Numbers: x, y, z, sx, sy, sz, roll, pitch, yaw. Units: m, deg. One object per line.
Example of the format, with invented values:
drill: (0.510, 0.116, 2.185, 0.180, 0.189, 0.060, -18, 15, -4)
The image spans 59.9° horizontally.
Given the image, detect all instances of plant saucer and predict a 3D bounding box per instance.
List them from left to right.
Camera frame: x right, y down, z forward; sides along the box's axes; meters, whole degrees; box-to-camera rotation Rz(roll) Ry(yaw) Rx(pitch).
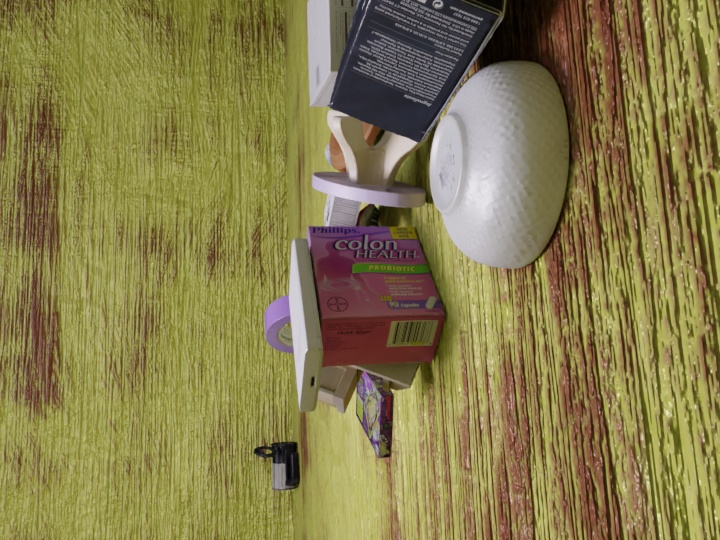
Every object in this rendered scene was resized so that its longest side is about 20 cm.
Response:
plant saucer: (-0.008, -0.285, 1.181, 0.200, 0.032, 0.203, -46, 34, 44)

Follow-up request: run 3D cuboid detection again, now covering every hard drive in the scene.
hard drive: (-0.079, 0.073, 0.875, 0.202, 0.026, 0.134, -103, 16, -44)

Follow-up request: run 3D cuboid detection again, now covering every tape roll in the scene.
tape roll: (-0.160, 0.145, 1.692, 0.202, 0.196, 0.067, 104, 162, -49)

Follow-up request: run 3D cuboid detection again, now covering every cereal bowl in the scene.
cereal bowl: (0.122, -0.104, 0.622, 0.200, 0.081, 0.205, 180, 90, -77)

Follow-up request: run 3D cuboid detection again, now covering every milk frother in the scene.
milk frother: (-0.364, 0.847, 2.695, 0.180, 0.196, 0.193, 148, 121, -71)

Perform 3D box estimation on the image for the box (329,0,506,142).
box: (0.063, -0.284, 0.652, 0.197, 0.122, 0.204, 123, 162, -62)

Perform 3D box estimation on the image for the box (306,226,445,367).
box: (0.012, 0.032, 0.925, 0.202, 0.172, 0.098, -103, 17, -49)

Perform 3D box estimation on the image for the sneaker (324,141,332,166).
sneaker: (-0.026, -0.305, 1.395, 0.073, 0.071, 0.201, 48, 145, 17)

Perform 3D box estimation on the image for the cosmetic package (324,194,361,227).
cosmetic package: (-0.033, -0.110, 1.078, 0.200, 0.050, 0.084, -101, 25, -73)

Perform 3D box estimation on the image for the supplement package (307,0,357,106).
supplement package: (-0.008, -0.326, 0.870, 0.200, 0.108, 0.160, -168, 76, -78)

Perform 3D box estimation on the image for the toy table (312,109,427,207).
toy table: (0.014, -0.172, 0.943, 0.183, 0.197, 0.120, -25, -55, -60)

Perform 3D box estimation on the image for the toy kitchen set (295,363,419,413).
toy kitchen set: (0.018, 0.167, 1.010, 0.182, 0.160, 0.202, 86, -154, -49)

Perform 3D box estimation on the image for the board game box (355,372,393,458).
board game box: (0.024, 0.265, 1.225, 0.200, 0.032, 0.123, -138, 45, -73)

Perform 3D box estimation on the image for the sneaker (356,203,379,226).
sneaker: (0.013, -0.057, 1.155, 0.073, 0.088, 0.201, -37, 15, 21)
